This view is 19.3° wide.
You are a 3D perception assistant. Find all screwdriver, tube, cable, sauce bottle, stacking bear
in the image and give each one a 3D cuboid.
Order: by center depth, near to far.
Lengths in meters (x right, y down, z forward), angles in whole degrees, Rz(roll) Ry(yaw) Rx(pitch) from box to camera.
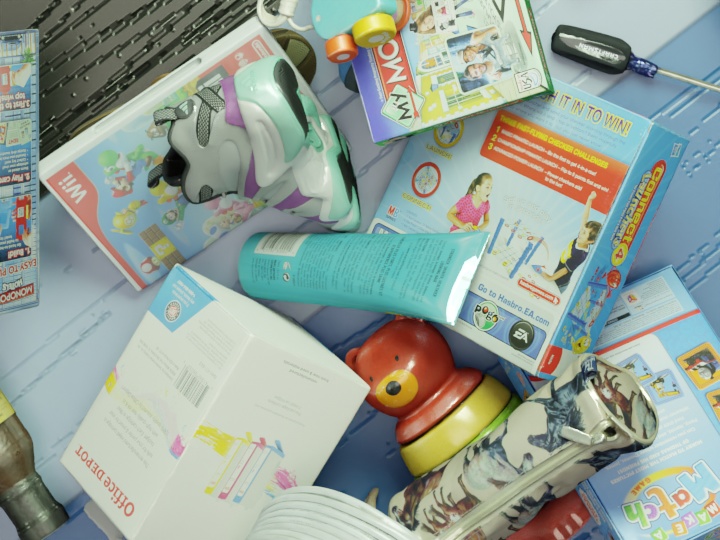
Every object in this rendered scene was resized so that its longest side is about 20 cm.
[{"bbox_3d":[-0.006,0.248,1.493,0.200,0.200,0.069,37,53,13],"label":"cable"},{"bbox_3d":[0.000,0.000,1.558,0.200,0.050,0.078,4,66,38],"label":"tube"},{"bbox_3d":[0.074,0.122,1.588,0.121,0.114,0.200,-38,95,26],"label":"stacking bear"},{"bbox_3d":[0.238,-0.143,1.600,0.200,0.028,0.029,22,67,3],"label":"screwdriver"},{"bbox_3d":[-0.295,0.120,1.624,0.065,0.065,0.200,-34,92,4],"label":"sauce bottle"}]

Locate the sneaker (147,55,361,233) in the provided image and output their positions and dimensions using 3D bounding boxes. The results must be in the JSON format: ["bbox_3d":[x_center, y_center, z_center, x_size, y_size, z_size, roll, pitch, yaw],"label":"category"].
[{"bbox_3d":[-0.087,-0.076,1.555,0.140,0.200,0.078,-17,54,13],"label":"sneaker"}]

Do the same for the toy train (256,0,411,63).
[{"bbox_3d":[0.008,-0.246,1.491,0.150,0.056,0.200,38,112,39],"label":"toy train"}]

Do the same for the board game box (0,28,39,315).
[{"bbox_3d":[-0.309,-0.063,1.559,0.200,0.062,0.200,-6,95,38],"label":"board game box"}]

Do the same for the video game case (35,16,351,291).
[{"bbox_3d":[-0.123,-0.084,1.584,0.200,0.017,0.143,-33,131,5],"label":"video game case"}]

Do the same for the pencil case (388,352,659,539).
[{"bbox_3d":[0.111,0.140,1.480,0.200,0.089,0.078,-39,88,20],"label":"pencil case"}]

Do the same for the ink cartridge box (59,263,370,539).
[{"bbox_3d":[-0.115,0.124,1.567,0.125,0.129,0.200,26,98,-39],"label":"ink cartridge box"}]

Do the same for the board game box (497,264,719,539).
[{"bbox_3d":[0.214,0.109,1.555,0.151,0.037,0.200,-22,63,-16],"label":"board game box"}]

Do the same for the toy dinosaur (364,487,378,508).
[{"bbox_3d":[-0.025,0.269,1.622,0.135,0.086,0.201,2,92,6],"label":"toy dinosaur"}]

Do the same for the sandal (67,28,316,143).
[{"bbox_3d":[-0.129,-0.128,1.597,0.200,0.055,0.082,-32,131,4],"label":"sandal"}]

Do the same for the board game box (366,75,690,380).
[{"bbox_3d":[0.112,-0.045,1.545,0.200,0.056,0.196,29,97,40],"label":"board game box"}]

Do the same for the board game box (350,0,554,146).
[{"bbox_3d":[0.048,-0.204,1.518,0.134,0.029,0.200,-17,86,14],"label":"board game box"}]

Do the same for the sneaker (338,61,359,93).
[{"bbox_3d":[0.019,-0.233,1.575,0.078,0.066,0.200,26,97,14],"label":"sneaker"}]
